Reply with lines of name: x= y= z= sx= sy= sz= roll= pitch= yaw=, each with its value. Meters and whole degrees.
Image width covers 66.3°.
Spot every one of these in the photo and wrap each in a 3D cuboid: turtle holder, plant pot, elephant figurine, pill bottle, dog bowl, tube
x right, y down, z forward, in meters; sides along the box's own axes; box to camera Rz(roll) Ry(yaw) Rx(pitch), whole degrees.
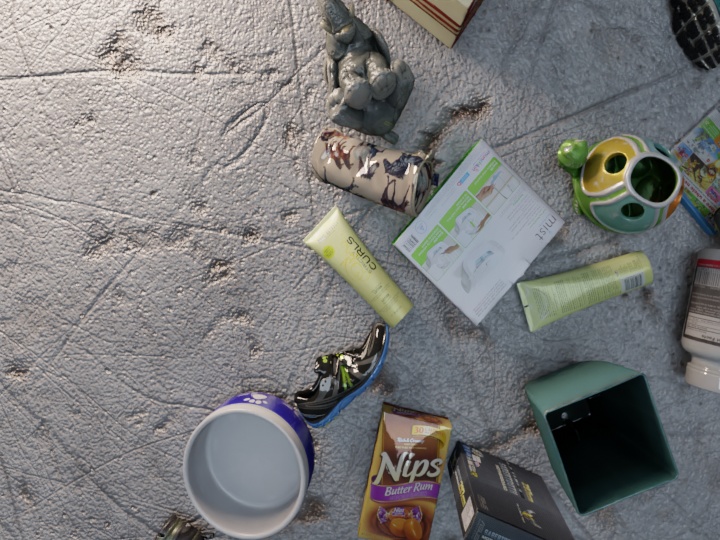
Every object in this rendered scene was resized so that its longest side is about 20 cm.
turtle holder: x=0.385 y=-0.142 z=0.806 sx=0.140 sy=0.132 sz=0.187 roll=-38 pitch=92 yaw=4
plant pot: x=0.318 y=0.214 z=0.794 sx=0.137 sy=0.200 sz=0.146 roll=-21 pitch=94 yaw=2
elephant figurine: x=-0.006 y=-0.313 z=0.812 sx=0.138 sy=0.156 sz=0.205 roll=-9 pitch=64 yaw=-31
pill bottle: x=0.549 y=0.077 z=0.827 sx=0.106 sy=0.111 sz=0.208 roll=9 pitch=94 yaw=0
dog bowl: x=-0.170 y=0.300 z=0.857 sx=0.192 sy=0.079 sz=0.208 roll=1 pitch=98 yaw=8
tube: x=0.000 y=0.000 z=0.865 sx=0.201 sy=0.052 sz=0.058 roll=49 pitch=50 yaw=3
tube: x=0.346 y=0.025 z=0.855 sx=0.194 sy=0.052 sz=0.059 roll=-20 pitch=52 yaw=6

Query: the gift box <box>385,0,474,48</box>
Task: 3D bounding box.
gift box: x=0.115 y=-0.466 z=0.763 sx=0.184 sy=0.200 sz=0.187 roll=35 pitch=89 yaw=0

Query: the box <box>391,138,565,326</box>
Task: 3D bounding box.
box: x=0.173 y=-0.056 z=0.833 sx=0.176 sy=0.097 sz=0.201 roll=41 pitch=93 yaw=-2

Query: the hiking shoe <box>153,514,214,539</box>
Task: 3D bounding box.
hiking shoe: x=-0.304 y=0.509 z=0.886 sx=0.097 sy=0.076 sz=0.207 roll=19 pitch=93 yaw=3

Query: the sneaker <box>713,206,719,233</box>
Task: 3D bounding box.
sneaker: x=0.618 y=-0.079 z=0.834 sx=0.192 sy=0.092 sz=0.080 roll=9 pitch=136 yaw=-8

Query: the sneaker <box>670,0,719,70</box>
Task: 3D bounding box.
sneaker: x=0.516 y=-0.407 z=0.819 sx=0.077 sy=0.077 sz=0.207 roll=-16 pitch=93 yaw=-7

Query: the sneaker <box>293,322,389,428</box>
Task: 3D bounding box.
sneaker: x=-0.028 y=0.157 z=0.862 sx=0.083 sy=0.071 sz=0.200 roll=43 pitch=96 yaw=-8

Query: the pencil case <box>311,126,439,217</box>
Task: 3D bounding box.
pencil case: x=0.015 y=-0.150 z=0.804 sx=0.195 sy=0.077 sz=0.092 roll=23 pitch=91 yaw=26

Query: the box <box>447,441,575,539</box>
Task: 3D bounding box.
box: x=0.214 y=0.342 z=0.804 sx=0.153 sy=0.200 sz=0.052 roll=24 pitch=100 yaw=0

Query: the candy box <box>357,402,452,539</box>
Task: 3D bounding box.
candy box: x=0.069 y=0.328 z=0.879 sx=0.112 sy=0.056 sz=0.208 roll=11 pitch=92 yaw=1

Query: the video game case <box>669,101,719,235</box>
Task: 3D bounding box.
video game case: x=0.575 y=-0.178 z=0.857 sx=0.200 sy=0.018 sz=0.144 roll=-43 pitch=92 yaw=3
